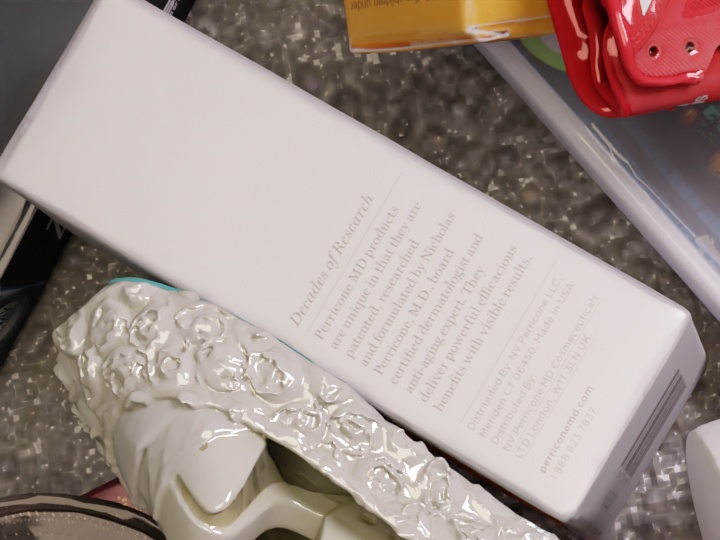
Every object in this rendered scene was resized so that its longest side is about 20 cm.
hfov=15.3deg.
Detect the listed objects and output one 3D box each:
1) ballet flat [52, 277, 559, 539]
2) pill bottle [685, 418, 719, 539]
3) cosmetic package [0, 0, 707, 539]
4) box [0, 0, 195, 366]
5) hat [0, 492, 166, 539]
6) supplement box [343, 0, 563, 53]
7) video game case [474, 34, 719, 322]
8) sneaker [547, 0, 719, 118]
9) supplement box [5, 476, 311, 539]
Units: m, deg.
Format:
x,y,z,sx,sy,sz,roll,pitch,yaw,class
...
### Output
x,y,z,sx,sy,sz,roll,pitch,yaw,class
-0.011,0.071,0.741,0.200,0.072,0.072,30,86,11,ballet flat
0.199,0.059,0.740,0.200,0.113,0.114,-17,77,-3,pill bottle
0.000,0.000,0.805,0.200,0.101,0.071,31,87,14,cosmetic package
-0.173,-0.077,0.878,0.200,0.044,0.160,27,86,14,box
-0.094,0.161,0.741,0.200,0.081,0.201,-1,84,9,hat
0.024,-0.165,0.773,0.069,0.066,0.201,-4,95,52,supplement box
0.140,-0.088,0.827,0.182,0.023,0.200,-39,76,-4,video game case
0.127,-0.054,0.752,0.200,0.078,0.116,44,71,6,sneaker
-0.083,0.130,0.816,0.200,0.061,0.109,-27,78,5,supplement box
